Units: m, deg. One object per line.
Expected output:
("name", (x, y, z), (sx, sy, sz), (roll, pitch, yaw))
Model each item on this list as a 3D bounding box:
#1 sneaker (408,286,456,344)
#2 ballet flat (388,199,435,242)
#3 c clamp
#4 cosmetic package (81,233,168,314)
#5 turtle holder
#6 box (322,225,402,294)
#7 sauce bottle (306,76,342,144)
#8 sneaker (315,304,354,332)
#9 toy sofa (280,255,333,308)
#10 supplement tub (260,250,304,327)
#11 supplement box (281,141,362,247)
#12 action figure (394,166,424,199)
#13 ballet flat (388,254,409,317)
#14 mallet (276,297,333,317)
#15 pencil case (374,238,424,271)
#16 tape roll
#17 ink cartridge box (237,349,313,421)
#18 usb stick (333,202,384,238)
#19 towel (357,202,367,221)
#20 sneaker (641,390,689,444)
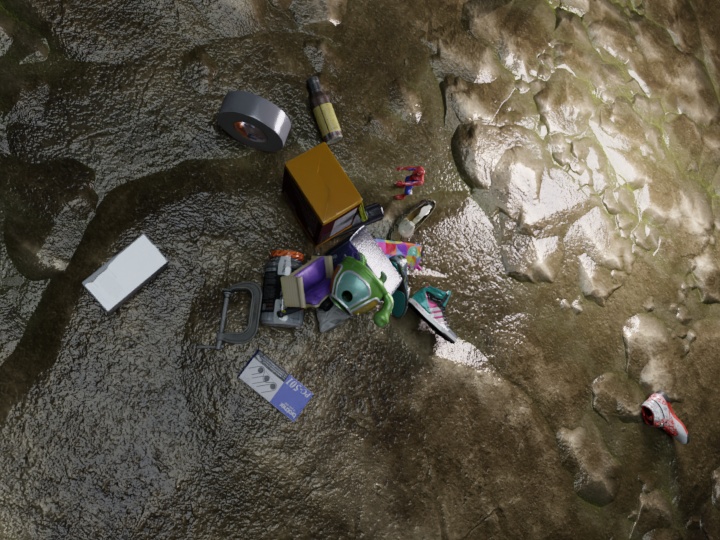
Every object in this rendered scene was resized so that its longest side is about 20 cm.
("sneaker", (0.251, 0.123, 1.747), (0.200, 0.084, 0.121), (44, 80, -7))
("ballet flat", (0.165, -0.158, 1.760), (0.200, 0.075, 0.068), (-44, 100, -19))
("c clamp", (-0.352, 0.122, 1.535), (0.167, 0.027, 0.204), (4, 69, 15))
("cosmetic package", (-0.611, 0.009, 1.468), (0.200, 0.074, 0.102), (-43, 97, -21))
("turtle holder", (-0.001, 0.058, 1.482), (0.132, 0.140, 0.186), (-48, 112, -17))
("box", (0.000, 0.000, 1.621), (0.201, 0.147, 0.104), (52, 38, -7))
("sauce bottle", (-0.114, -0.491, 1.719), (0.064, 0.065, 0.204), (-18, 89, -20))
("sneaker", (-0.058, 0.097, 1.596), (0.078, 0.198, 0.101), (-11, 72, -61))
("toy sofa", (-0.124, 0.026, 1.505), (0.096, 0.200, 0.085), (1, 108, 22))
("supplement tub", (-0.213, 0.053, 1.572), (0.120, 0.122, 0.205), (6, 80, -18))
("supplement box", (-0.115, -0.208, 1.584), (0.131, 0.200, 0.199), (-31, 81, -18))
("action figure", (0.128, -0.271, 1.697), (0.097, 0.200, 0.067), (5, 79, -18))
("ballet flat", (0.122, 0.044, 1.691), (0.073, 0.074, 0.204), (-17, 122, -20))
("mallet", (-0.157, 0.089, 1.512), (0.198, 0.042, 0.066), (-8, 44, -49))
("pencil case", (0.094, -0.049, 1.714), (0.195, 0.088, 0.091), (6, 80, -16))
("tape roll", (-0.297, -0.414, 1.572), (0.197, 0.200, 0.067), (22, 75, -14))
("ink cartridge box", (-0.236, 0.319, 1.565), (0.199, 0.044, 0.095), (42, 73, -9))
("usb stick", (-0.016, -0.153, 1.720), (0.197, 0.033, 0.057), (-23, 96, -21))
("towel", (-0.023, -0.227, 1.638), (0.018, 0.201, 0.087), (-20, 129, -5))
("sneaker", (1.063, 0.538, 1.973), (0.107, 0.067, 0.204), (-26, 87, -20))
